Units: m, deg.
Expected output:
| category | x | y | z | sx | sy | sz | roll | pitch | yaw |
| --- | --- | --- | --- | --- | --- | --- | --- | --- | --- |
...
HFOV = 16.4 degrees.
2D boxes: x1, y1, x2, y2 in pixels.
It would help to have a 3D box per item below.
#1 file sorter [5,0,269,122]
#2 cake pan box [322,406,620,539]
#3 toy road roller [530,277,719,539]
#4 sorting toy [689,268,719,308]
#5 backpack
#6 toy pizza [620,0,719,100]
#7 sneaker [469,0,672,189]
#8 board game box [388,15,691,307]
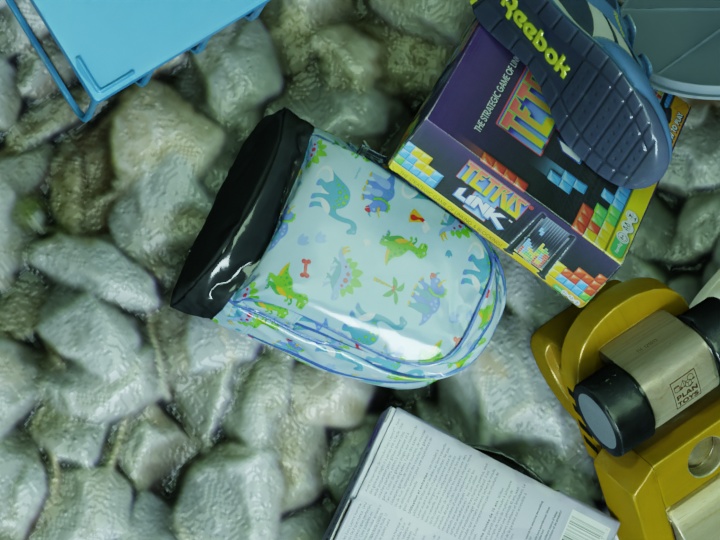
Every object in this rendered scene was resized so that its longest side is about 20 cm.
| category | x | y | z | sx | sy | sz | roll | pitch | yaw |
| --- | --- | --- | --- | --- | --- | --- | --- | --- | --- |
| file sorter | -0.137 | -0.212 | 1.696 | 0.199 | 0.123 | 0.139 | -32 | 90 | -14 |
| cake pan box | 0.060 | 0.215 | 1.712 | 0.183 | 0.052 | 0.201 | 26 | 78 | -9 |
| toy road roller | 0.201 | 0.094 | 1.739 | 0.122 | 0.146 | 0.201 | -32 | 126 | -14 |
| sorting toy | 0.327 | 0.028 | 1.775 | 0.180 | 0.107 | 0.200 | -37 | 102 | -2 |
| backpack | 0.000 | 0.000 | 1.696 | 0.199 | 0.153 | 0.164 | 35 | 70 | -19 |
| toy pizza | 0.276 | -0.173 | 1.763 | 0.199 | 0.200 | 0.032 | -26 | 128 | -14 |
| sneaker | 0.158 | -0.145 | 1.687 | 0.082 | 0.074 | 0.201 | -12 | 62 | -44 |
| board game box | 0.127 | -0.094 | 1.715 | 0.165 | 0.057 | 0.200 | 36 | 41 | -6 |
